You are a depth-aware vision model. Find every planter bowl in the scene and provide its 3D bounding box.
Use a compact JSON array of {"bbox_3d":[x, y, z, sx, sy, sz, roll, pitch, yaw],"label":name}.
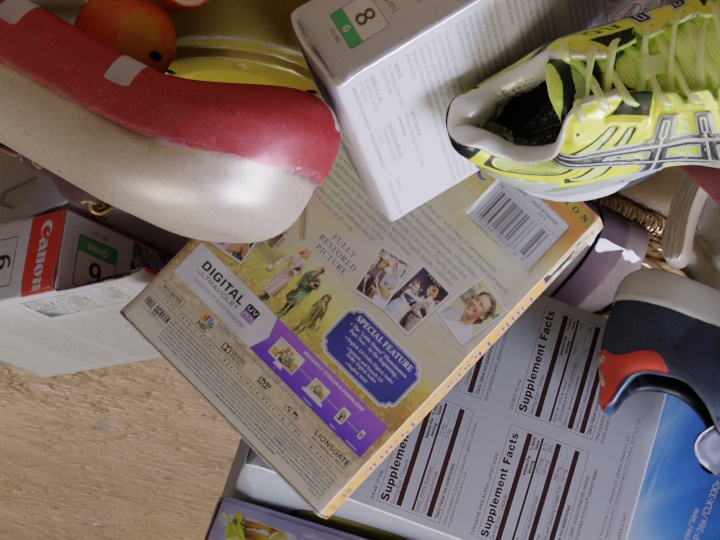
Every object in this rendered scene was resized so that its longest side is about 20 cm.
[{"bbox_3d":[-0.052,-0.117,1.064,0.199,0.084,0.201,6,161,2],"label":"planter bowl"}]

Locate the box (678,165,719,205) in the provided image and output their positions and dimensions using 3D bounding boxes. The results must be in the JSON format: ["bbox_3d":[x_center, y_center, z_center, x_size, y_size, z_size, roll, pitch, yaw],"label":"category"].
[{"bbox_3d":[0.229,-0.039,0.991,0.128,0.109,0.200,26,-162,-42],"label":"box"}]

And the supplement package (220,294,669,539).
[{"bbox_3d":[0.039,0.099,1.260,0.199,0.148,0.191,20,157,-2],"label":"supplement package"}]

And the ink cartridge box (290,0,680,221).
[{"bbox_3d":[0.075,-0.114,1.018,0.199,0.050,0.161,-33,159,-3],"label":"ink cartridge box"}]

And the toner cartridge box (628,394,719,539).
[{"bbox_3d":[0.186,0.142,1.244,0.095,0.201,0.043,16,167,27],"label":"toner cartridge box"}]

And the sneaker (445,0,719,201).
[{"bbox_3d":[0.122,-0.072,0.948,0.199,0.076,0.076,-24,163,40],"label":"sneaker"}]

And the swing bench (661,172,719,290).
[{"bbox_3d":[0.283,-0.010,1.192,0.199,0.130,0.199,16,168,27],"label":"swing bench"}]

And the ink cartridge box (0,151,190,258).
[{"bbox_3d":[-0.107,-0.036,1.321,0.199,0.085,0.144,18,158,-34],"label":"ink cartridge box"}]

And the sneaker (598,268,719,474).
[{"bbox_3d":[0.212,0.070,1.148,0.199,0.085,0.075,17,167,18],"label":"sneaker"}]

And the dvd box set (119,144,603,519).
[{"bbox_3d":[0.000,0.000,1.139,0.146,0.200,0.029,43,179,14],"label":"dvd box set"}]

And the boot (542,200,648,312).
[{"bbox_3d":[0.089,-0.030,1.262,0.145,0.071,0.200,13,146,-15],"label":"boot"}]

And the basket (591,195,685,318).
[{"bbox_3d":[0.128,0.018,1.440,0.142,0.150,0.199,-22,-175,-43],"label":"basket"}]

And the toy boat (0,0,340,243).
[{"bbox_3d":[-0.095,-0.098,0.964,0.199,0.131,0.130,29,180,11],"label":"toy boat"}]

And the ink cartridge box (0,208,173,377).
[{"bbox_3d":[-0.147,0.010,1.262,0.199,0.051,0.109,-11,154,40],"label":"ink cartridge box"}]

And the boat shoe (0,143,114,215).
[{"bbox_3d":[-0.130,-0.068,1.171,0.199,0.072,0.072,17,141,27],"label":"boat shoe"}]

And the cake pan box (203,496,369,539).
[{"bbox_3d":[0.009,0.196,1.247,0.183,0.053,0.200,18,158,8],"label":"cake pan box"}]
